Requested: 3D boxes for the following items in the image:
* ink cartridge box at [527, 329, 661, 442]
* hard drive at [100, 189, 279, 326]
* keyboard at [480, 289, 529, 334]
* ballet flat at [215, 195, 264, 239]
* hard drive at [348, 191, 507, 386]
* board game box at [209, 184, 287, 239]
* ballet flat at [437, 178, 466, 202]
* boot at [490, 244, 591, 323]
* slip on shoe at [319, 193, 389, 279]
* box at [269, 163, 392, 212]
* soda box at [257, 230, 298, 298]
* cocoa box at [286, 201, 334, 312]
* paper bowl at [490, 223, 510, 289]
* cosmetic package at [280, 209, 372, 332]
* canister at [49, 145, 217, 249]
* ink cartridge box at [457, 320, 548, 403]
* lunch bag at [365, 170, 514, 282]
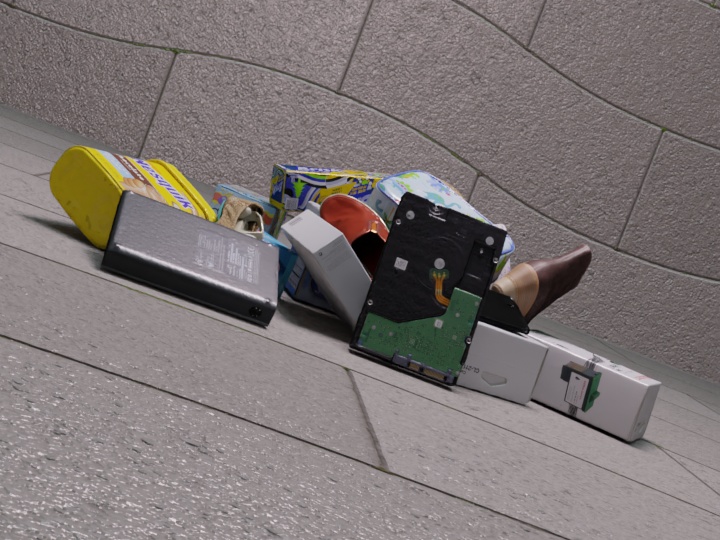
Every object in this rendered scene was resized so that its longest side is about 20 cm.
[{"bbox_3d":[0.308,0.157,1.669,0.199,0.085,0.146,23,5,20],"label":"ink cartridge box"},{"bbox_3d":[-0.191,-0.017,1.374,0.198,0.033,0.140,21,29,-15],"label":"hard drive"},{"bbox_3d":[0.119,0.038,1.545,0.198,0.040,0.104,19,29,-24],"label":"keyboard"},{"bbox_3d":[-0.160,-0.042,1.548,0.065,0.071,0.201,2,31,4],"label":"ballet flat"},{"bbox_3d":[0.082,0.023,1.447,0.138,0.202,0.038,20,-11,-6],"label":"hard drive"},{"bbox_3d":[-0.189,-0.073,1.941,0.104,0.104,0.200,22,4,1],"label":"board game box"},{"bbox_3d":[0.135,-0.082,1.813,0.200,0.071,0.065,42,13,29],"label":"ballet flat"},{"bbox_3d":[0.247,0.055,1.729,0.165,0.201,0.073,-21,58,-25],"label":"boot"},{"bbox_3d":[0.004,-0.040,1.609,0.200,0.074,0.061,53,6,36],"label":"slip on shoe"},{"bbox_3d":[-0.038,-0.123,1.868,0.198,0.065,0.070,3,12,-23],"label":"box"},{"bbox_3d":[-0.154,-0.021,1.701,0.064,0.068,0.200,22,4,-22],"label":"soda box"},{"bbox_3d":[0.000,0.000,1.768,0.198,0.132,0.133,20,6,-16],"label":"cocoa box"},{"bbox_3d":[0.181,0.026,1.912,0.103,0.203,0.201,0,4,2],"label":"paper bowl"},{"bbox_3d":[-0.028,0.008,1.567,0.152,0.051,0.200,60,-7,-18],"label":"cosmetic package"},{"bbox_3d":[-0.288,-0.084,1.534,0.149,0.087,0.200,47,15,18],"label":"canister"},{"bbox_3d":[0.133,0.093,1.598,0.145,0.084,0.200,19,5,-31],"label":"ink cartridge box"},{"bbox_3d":[0.111,-0.053,1.690,0.200,0.083,0.160,41,33,19],"label":"lunch bag"}]
